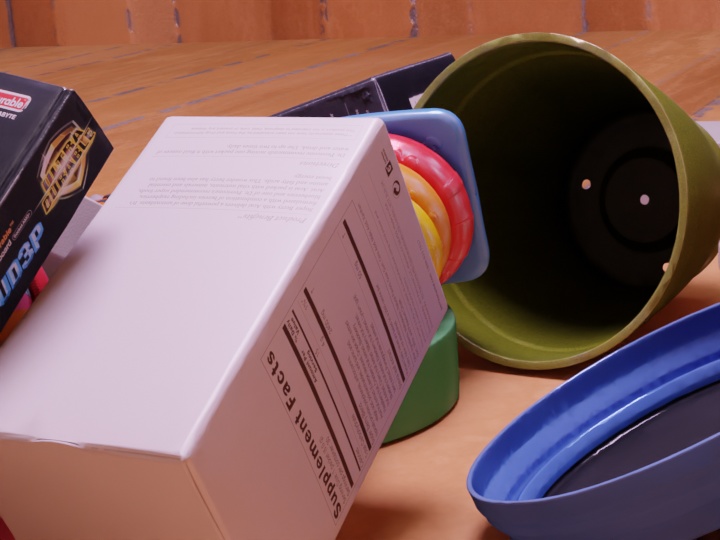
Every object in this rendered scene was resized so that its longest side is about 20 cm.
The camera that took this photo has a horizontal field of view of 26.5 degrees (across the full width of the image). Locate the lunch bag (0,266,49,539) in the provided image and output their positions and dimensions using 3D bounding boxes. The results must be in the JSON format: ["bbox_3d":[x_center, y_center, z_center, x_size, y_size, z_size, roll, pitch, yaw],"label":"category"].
[{"bbox_3d":[-0.227,0.043,0.741,0.199,0.178,0.082,10,25,39],"label":"lunch bag"}]

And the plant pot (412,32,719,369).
[{"bbox_3d":[0.152,-0.045,1.000,0.199,0.202,0.192,5,5,32],"label":"plant pot"}]

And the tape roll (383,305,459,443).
[{"bbox_3d":[-0.041,0.055,0.906,0.199,0.049,0.201,-4,15,1],"label":"tape roll"}]

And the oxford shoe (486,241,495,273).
[{"bbox_3d":[0.095,-0.023,1.129,0.072,0.072,0.200,1,14,3],"label":"oxford shoe"}]

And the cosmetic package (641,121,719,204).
[{"bbox_3d":[0.309,-0.074,1.237,0.199,0.091,0.107,0,15,27],"label":"cosmetic package"}]

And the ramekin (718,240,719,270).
[{"bbox_3d":[0.289,0.025,0.799,0.201,0.095,0.202,-5,9,1],"label":"ramekin"}]

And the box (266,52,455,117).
[{"bbox_3d":[-0.019,-0.091,1.253,0.199,0.105,0.148,-17,6,32],"label":"box"}]

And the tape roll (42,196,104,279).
[{"bbox_3d":[-0.192,-0.015,0.824,0.201,0.037,0.203,18,-15,5],"label":"tape roll"}]

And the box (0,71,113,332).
[{"bbox_3d":[-0.227,-0.022,0.657,0.199,0.046,0.160,16,65,28],"label":"box"}]

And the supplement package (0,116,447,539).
[{"bbox_3d":[-0.061,0.040,0.668,0.120,0.120,0.201,4,44,28],"label":"supplement package"}]

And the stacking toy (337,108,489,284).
[{"bbox_3d":[0.000,0.000,0.853,0.109,0.117,0.200,-6,27,17],"label":"stacking toy"}]

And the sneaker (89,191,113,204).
[{"bbox_3d":[-0.237,-0.015,1.214,0.111,0.078,0.200,-14,6,-20],"label":"sneaker"}]

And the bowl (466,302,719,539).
[{"bbox_3d":[0.143,0.066,0.677,0.200,0.040,0.201,-28,6,3],"label":"bowl"}]
